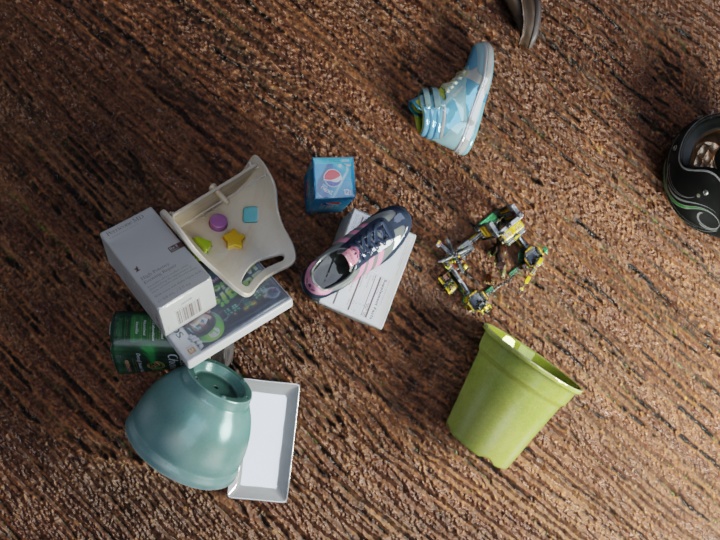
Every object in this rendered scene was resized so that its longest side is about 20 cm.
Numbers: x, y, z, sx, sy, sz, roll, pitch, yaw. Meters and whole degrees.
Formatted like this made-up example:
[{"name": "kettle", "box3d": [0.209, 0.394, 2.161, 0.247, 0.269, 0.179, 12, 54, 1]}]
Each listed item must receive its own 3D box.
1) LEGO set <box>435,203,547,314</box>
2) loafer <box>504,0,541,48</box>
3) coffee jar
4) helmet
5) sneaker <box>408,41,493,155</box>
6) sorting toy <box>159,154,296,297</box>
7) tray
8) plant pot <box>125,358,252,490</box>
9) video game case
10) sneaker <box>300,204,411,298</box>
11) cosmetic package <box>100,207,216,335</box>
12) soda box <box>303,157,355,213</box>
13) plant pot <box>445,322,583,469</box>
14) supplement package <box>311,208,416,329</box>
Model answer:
[{"name": "LEGO set", "box3d": [0.233, -0.021, 1.401, 0.197, 0.116, 0.156, -29, 92, -7]}, {"name": "loafer", "box3d": [0.281, -0.497, 1.451, 0.069, 0.073, 0.205, -5, 84, 3]}, {"name": "coffee jar", "box3d": [-0.306, 0.115, 1.331, 0.195, 0.105, 0.087, -3, 55, -7]}, {"name": "helmet", "box3d": [0.629, -0.166, 1.422, 0.196, 0.192, 0.204, -13, 128, -18]}, {"name": "sneaker", "box3d": [0.156, -0.318, 1.419, 0.128, 0.079, 0.205, 15, 86, -8]}, {"name": "sorting toy", "box3d": [-0.200, -0.054, 1.316, 0.199, 0.107, 0.181, -36, 81, -32]}, {"name": "tray", "box3d": [-0.166, 0.290, 1.389, 0.105, 0.022, 0.205, 7, 88, -8]}, {"name": "plant pot", "box3d": [-0.250, 0.224, 1.274, 0.198, 0.201, 0.136, 31, 102, -6]}, {"name": "video game case", "box3d": [-0.238, 0.043, 1.308, 0.198, 0.024, 0.182, -31, 56, -25]}, {"name": "sneaker", "box3d": [0.000, -0.026, 1.186, 0.199, 0.082, 0.071, -39, 92, -6]}, {"name": "cosmetic package", "box3d": [-0.322, -0.002, 1.285, 0.101, 0.075, 0.200, -31, 57, -25]}, {"name": "soda box", "box3d": [-0.053, -0.137, 1.324, 0.066, 0.200, 0.066, -3, 89, -8]}, {"name": "plant pot", "box3d": [0.245, 0.223, 1.375, 0.198, 0.200, 0.186, 31, 96, -6]}, {"name": "supplement package", "box3d": [0.000, 0.000, 1.328, 0.109, 0.200, 0.159, 21, 86, -5]}]
